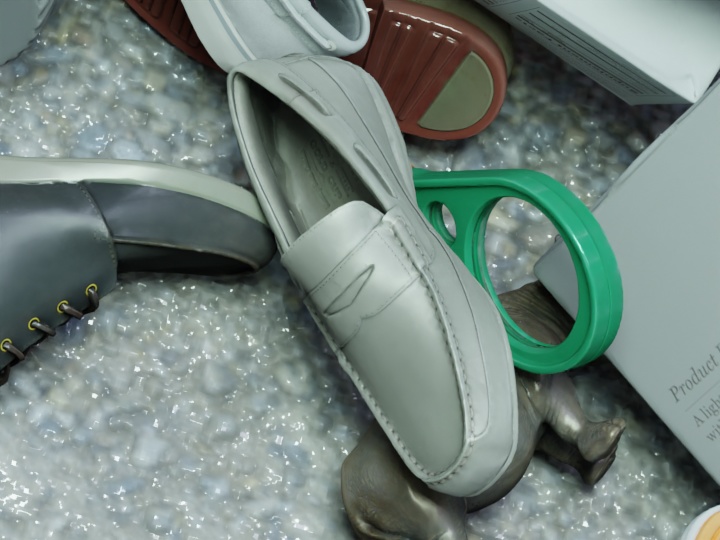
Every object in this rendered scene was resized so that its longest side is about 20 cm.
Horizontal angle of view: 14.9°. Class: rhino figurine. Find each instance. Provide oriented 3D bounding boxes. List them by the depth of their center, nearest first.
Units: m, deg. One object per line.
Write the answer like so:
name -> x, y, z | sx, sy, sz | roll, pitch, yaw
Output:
rhino figurine -> 0.065, 0.054, 1.134 | 0.087, 0.060, 0.200 | 33, 54, 11

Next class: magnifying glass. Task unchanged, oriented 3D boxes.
magnifying glass -> 0.031, -0.023, 1.123 | 0.022, 0.080, 0.200 | -21, 39, -37

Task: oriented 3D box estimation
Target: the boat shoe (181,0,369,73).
boat shoe -> -0.055, -0.157, 1.088 | 0.200, 0.068, 0.072 | 65, 33, -32

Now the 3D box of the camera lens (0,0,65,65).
camera lens -> -0.165, -0.202, 1.131 | 0.160, 0.160, 0.200 | 22, 59, -7

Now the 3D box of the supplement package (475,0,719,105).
supplement package -> 0.116, -0.192, 1.143 | 0.156, 0.111, 0.200 | 33, 88, -9

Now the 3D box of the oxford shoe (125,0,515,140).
oxford shoe -> -0.026, -0.121, 1.205 | 0.200, 0.071, 0.075 | 28, 30, 0

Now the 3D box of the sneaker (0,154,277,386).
sneaker -> -0.128, 0.013, 1.094 | 0.199, 0.075, 0.107 | 4, 76, -19

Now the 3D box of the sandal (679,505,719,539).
sandal -> 0.162, 0.171, 1.017 | 0.079, 0.059, 0.207 | 12, 53, -13

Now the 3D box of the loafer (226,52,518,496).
loafer -> 0.000, 0.000, 1.076 | 0.070, 0.070, 0.200 | 7, 47, -44

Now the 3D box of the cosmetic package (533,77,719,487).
cosmetic package -> 0.216, 0.001, 1.125 | 0.200, 0.165, 0.165 | 50, 40, 8
